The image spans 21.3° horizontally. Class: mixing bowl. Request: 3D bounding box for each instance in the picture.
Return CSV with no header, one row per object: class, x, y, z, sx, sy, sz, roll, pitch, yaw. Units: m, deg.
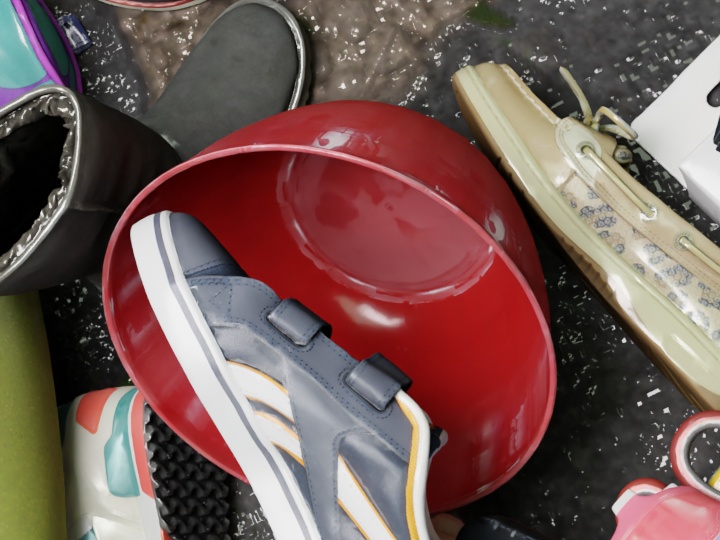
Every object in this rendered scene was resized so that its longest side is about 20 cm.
mixing bowl,0.000,0.000,0.842,0.200,0.108,0.200,11,130,13

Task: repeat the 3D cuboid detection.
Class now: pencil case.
pencil case,-0.234,-0.075,0.950,0.200,0.085,0.092,-27,78,11

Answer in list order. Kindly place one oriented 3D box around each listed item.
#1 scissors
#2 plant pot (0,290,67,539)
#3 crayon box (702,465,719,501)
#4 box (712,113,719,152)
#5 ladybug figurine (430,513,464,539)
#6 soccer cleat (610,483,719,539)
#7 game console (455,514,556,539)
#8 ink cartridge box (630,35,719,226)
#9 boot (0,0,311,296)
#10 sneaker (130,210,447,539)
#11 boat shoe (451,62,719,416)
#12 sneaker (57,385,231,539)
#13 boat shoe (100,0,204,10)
scissors,0.202,0.128,0.790,0.200,0.014,0.073,30,89,16
plant pot,-0.213,0.061,0.868,0.187,0.187,0.200,-30,73,10
crayon box,0.227,0.154,0.812,0.200,0.052,0.126,37,93,16
box,0.245,-0.111,0.781,0.159,0.046,0.200,20,60,2
ladybug figurine,-0.001,0.197,0.843,0.136,0.072,0.200,25,93,-24
soccer cleat,0.107,0.180,0.790,0.076,0.067,0.200,43,120,39
game console,0.064,0.204,0.705,0.200,0.119,0.172,21,104,41
ink cartridge box,0.220,-0.040,0.829,0.115,0.068,0.200,-45,74,4
boot,-0.103,-0.060,0.851,0.073,0.200,0.182,27,90,20
sneaker,-0.016,0.055,0.762,0.079,0.078,0.200,-29,88,5
boat shoe,0.119,-0.023,0.859,0.063,0.073,0.200,-40,83,0
sneaker,-0.114,0.152,0.906,0.093,0.070,0.200,-6,83,33
boat shoe,-0.066,-0.167,0.928,0.200,0.063,0.071,3,86,17
